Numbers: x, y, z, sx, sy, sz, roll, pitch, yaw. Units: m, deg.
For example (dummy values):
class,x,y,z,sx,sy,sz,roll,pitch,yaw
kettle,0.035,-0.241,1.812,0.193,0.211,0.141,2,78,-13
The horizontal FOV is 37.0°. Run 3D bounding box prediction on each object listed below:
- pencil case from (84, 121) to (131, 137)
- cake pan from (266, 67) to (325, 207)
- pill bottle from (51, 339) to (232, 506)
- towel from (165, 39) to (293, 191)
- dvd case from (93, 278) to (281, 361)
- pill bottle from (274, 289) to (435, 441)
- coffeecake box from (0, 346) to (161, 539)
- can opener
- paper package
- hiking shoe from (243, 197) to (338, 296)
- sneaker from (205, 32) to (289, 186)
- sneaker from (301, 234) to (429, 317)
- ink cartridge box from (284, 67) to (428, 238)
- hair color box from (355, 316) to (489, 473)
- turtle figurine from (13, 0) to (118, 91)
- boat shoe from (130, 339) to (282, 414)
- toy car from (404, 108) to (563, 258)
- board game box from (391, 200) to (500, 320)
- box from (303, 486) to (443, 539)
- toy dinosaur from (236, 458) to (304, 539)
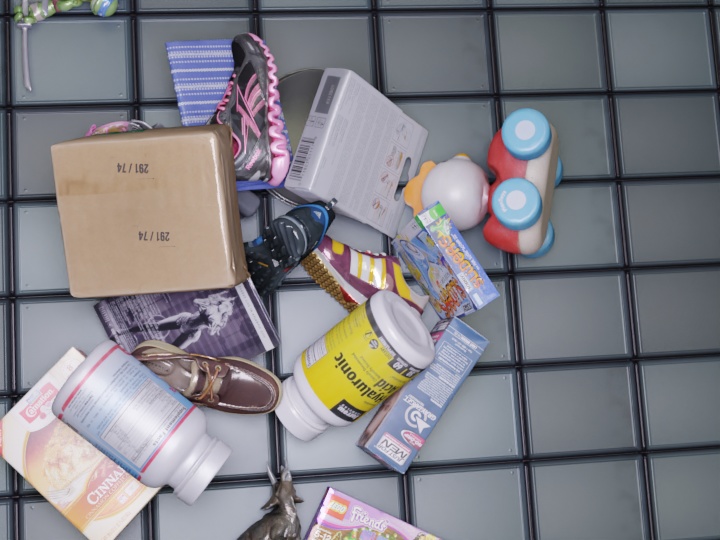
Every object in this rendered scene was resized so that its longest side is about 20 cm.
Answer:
class,x,y,z,sx,sy,sz,roll,pitch,yaw
pencil case,-0.294,-0.091,1.382,0.082,0.086,0.201,-18,83,12
cake pan,-0.055,-0.181,1.448,0.199,0.037,0.202,1,82,-7
pill bottle,-0.252,0.182,1.261,0.200,0.109,0.109,38,79,-1
towel,-0.166,-0.199,1.382,0.144,0.024,0.202,-8,81,-31
dvd case,-0.219,0.068,1.362,0.199,0.016,0.149,-26,94,9
pill bottle,-0.013,0.124,1.343,0.200,0.111,0.112,-39,88,20
coffeecake box,-0.335,0.219,1.336,0.200,0.073,0.154,43,79,1
can opener,-0.221,-0.119,1.372,0.200,0.053,0.067,38,66,-26
paper package,-0.244,-0.070,1.270,0.198,0.103,0.192,-5,98,5
hiking shoe,-0.095,-0.026,1.351,0.087,0.200,0.075,-34,93,-33
sneaker,-0.149,-0.201,1.343,0.095,0.079,0.202,-6,78,-18
sneaker,0.000,0.000,1.417,0.200,0.075,0.090,46,70,-5
ink cartridge box,-0.001,-0.148,1.401,0.057,0.200,0.164,14,82,33
hair color box,0.078,0.159,1.384,0.060,0.100,0.201,35,79,-3
turtle figurine,-0.419,-0.381,1.377,0.194,0.144,0.200,45,75,4
boat shoe,-0.196,0.137,1.322,0.199,0.072,0.073,17,99,5
toy car,0.153,-0.116,1.416,0.198,0.184,0.178,6,80,17
board game box,0.103,-0.005,1.360,0.034,0.200,0.136,-33,86,-10
box,0.020,0.380,1.376,0.199,0.039,0.138,25,79,-3
toy dinosaur,-0.119,0.347,1.348,0.077,0.102,0.201,35,91,-36
